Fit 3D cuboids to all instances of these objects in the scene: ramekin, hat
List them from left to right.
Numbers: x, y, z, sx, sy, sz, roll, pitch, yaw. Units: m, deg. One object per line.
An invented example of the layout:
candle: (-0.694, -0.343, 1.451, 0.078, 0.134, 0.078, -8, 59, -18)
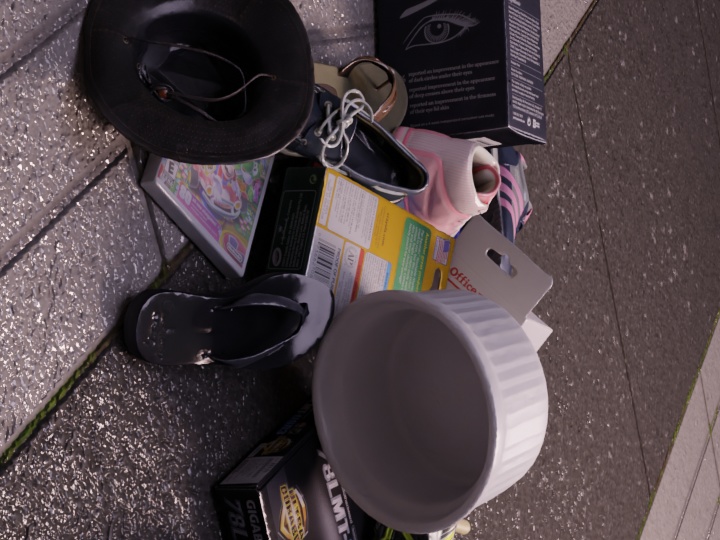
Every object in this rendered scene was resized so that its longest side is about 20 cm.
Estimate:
hat: (-0.128, -0.142, 1.249, 0.081, 0.199, 0.202, 114, -4, -53)
ramekin: (0.062, 0.110, 1.358, 0.097, 0.199, 0.203, -12, 97, -47)

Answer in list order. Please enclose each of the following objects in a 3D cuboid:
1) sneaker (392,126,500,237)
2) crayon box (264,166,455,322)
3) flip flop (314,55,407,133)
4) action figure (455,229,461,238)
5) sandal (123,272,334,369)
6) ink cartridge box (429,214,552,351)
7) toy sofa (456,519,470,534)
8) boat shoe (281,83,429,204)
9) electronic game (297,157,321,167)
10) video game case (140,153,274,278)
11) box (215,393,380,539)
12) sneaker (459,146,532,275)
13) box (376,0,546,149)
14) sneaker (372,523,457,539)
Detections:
sneaker: (0.090, -0.059, 1.617, 0.201, 0.103, 0.076, 77, 25, -49)
crayon box: (0.000, 0.000, 1.444, 0.199, 0.051, 0.127, 26, 71, -48)
flip flop: (0.001, -0.171, 1.522, 0.199, 0.057, 0.082, -3, 69, -63)
action figure: (0.104, -0.011, 1.732, 0.065, 0.051, 0.202, 38, 55, -60)
sandal: (-0.095, 0.046, 1.279, 0.199, 0.043, 0.077, -8, 103, -42)
ink cartridge box: (0.097, 0.063, 1.526, 0.201, 0.116, 0.068, -53, 149, 9)
toy sofa: (0.082, 0.157, 1.610, 0.083, 0.097, 0.202, 29, 60, -57)
boat shoe: (-0.020, -0.118, 1.412, 0.200, 0.062, 0.075, 38, 64, -33)
electronic game: (-0.015, -0.025, 1.510, 0.199, 0.041, 0.203, 13, 75, -61)
video game case: (-0.116, -0.116, 1.355, 0.143, 0.018, 0.202, 50, 44, -47)
box: (-0.042, 0.234, 1.417, 0.198, 0.049, 0.202, -37, 120, -57)
sneaker: (0.150, -0.052, 1.687, 0.082, 0.070, 0.202, 24, 54, -33)
box: (0.103, -0.226, 1.648, 0.104, 0.147, 0.203, 10, 78, -61)
sneaker: (0.059, 0.208, 1.469, 0.202, 0.075, 0.076, -66, 160, -1)
